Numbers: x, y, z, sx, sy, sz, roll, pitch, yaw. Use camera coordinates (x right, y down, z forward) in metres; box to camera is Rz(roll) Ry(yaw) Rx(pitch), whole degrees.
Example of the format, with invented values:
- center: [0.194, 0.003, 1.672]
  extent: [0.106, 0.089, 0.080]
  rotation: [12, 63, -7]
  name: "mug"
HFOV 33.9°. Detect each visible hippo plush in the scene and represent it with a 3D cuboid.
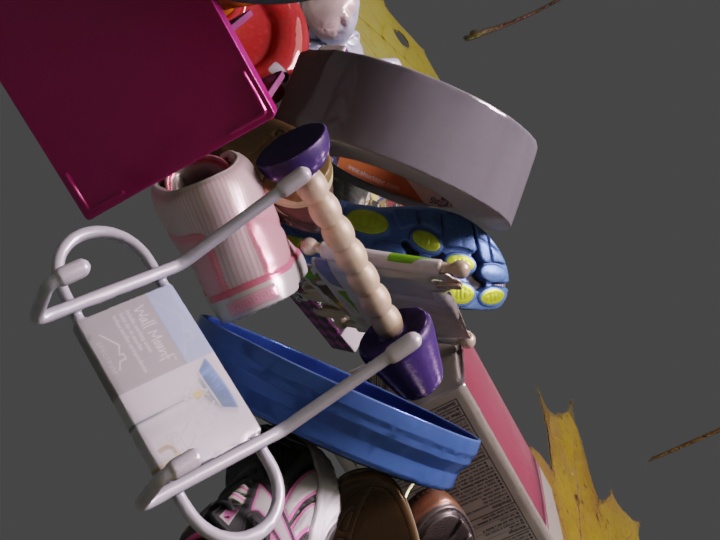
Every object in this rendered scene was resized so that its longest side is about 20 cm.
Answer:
- center: [-0.063, -0.164, 1.123]
  extent: [0.200, 0.156, 0.164]
  rotation: [46, 47, -67]
  name: "hippo plush"

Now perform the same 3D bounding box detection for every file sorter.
- center: [-0.152, -0.167, 0.739]
  extent: [0.202, 0.137, 0.126]
  rotation: [60, 13, -16]
  name: "file sorter"

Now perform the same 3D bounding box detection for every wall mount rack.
- center: [-0.073, 0.035, 0.640]
  extent: [0.172, 0.075, 0.202]
  rotation: [-24, 75, -38]
  name: "wall mount rack"

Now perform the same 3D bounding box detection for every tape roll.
- center: [0.033, -0.097, 0.905]
  extent: [0.067, 0.198, 0.200]
  rotation: [-68, 156, -4]
  name: "tape roll"

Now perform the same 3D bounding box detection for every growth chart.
- center: [0.019, 0.021, 0.898]
  extent: [0.200, 0.142, 0.018]
  rotation: [66, 37, -68]
  name: "growth chart"

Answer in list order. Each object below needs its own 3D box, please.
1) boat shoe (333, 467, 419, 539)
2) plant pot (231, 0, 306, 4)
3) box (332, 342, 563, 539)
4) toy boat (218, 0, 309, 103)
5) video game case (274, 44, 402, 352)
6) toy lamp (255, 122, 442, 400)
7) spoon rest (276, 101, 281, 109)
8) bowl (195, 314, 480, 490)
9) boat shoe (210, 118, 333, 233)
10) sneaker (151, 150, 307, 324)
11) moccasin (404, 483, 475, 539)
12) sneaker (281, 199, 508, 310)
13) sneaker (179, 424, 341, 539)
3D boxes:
- center: [0.006, 0.212, 0.754]
  extent: [0.065, 0.071, 0.204]
  rotation: [-110, -169, -72]
  name: "boat shoe"
- center: [-0.039, -0.251, 0.683]
  extent: [0.203, 0.159, 0.201]
  rotation: [60, 10, -18]
  name: "plant pot"
- center: [0.075, 0.169, 1.012]
  extent: [0.202, 0.126, 0.109]
  rotation: [59, 14, -22]
  name: "box"
- center: [-0.111, -0.213, 0.905]
  extent: [0.130, 0.131, 0.201]
  rotation: [14, -34, 56]
  name: "toy boat"
- center: [-0.019, -0.059, 1.034]
  extent: [0.183, 0.035, 0.201]
  rotation: [-59, 135, -24]
  name: "video game case"
- center: [0.000, 0.000, 0.783]
  extent: [0.058, 0.057, 0.202]
  rotation: [-87, 154, -62]
  name: "toy lamp"
- center: [-0.118, -0.187, 1.017]
  extent: [0.201, 0.099, 0.061]
  rotation: [52, -11, -8]
  name: "spoon rest"
- center: [-0.019, 0.086, 0.760]
  extent: [0.198, 0.040, 0.201]
  rotation: [24, -3, 1]
  name: "bowl"
- center: [-0.093, -0.085, 0.858]
  extent: [0.199, 0.073, 0.065]
  rotation: [38, -27, 37]
  name: "boat shoe"
- center: [-0.087, -0.028, 0.788]
  extent: [0.106, 0.074, 0.200]
  rotation: [65, -4, -5]
  name: "sneaker"
- center: [0.041, 0.202, 0.858]
  extent: [0.078, 0.073, 0.202]
  rotation: [56, -12, 27]
  name: "moccasin"
- center: [0.022, -0.014, 0.939]
  extent: [0.083, 0.196, 0.072]
  rotation: [103, -1, -80]
  name: "sneaker"
- center: [-0.062, 0.151, 0.666]
  extent: [0.086, 0.081, 0.201]
  rotation: [32, 18, -25]
  name: "sneaker"
